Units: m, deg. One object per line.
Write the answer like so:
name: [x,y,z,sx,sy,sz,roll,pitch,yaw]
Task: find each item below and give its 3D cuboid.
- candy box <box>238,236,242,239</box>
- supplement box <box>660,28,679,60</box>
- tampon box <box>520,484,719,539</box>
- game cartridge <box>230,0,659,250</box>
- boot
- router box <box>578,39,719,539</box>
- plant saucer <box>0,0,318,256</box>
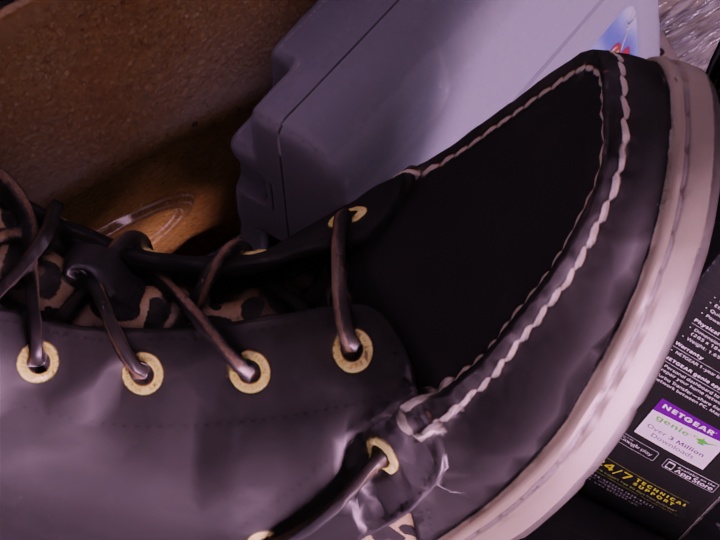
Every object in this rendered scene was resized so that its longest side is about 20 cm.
candy box: [0.000,0.000,0.771,0.200,0.055,0.115,-38,179,-44]
supplement box: [0.092,0.035,0.909,0.073,0.201,0.126,-16,164,-47]
tampon box: [0.041,0.151,0.820,0.201,0.149,0.126,-59,176,31]
game cartridge: [0.026,-0.009,0.641,0.133,0.041,0.201,-45,151,-27]
boot: [-0.039,0.007,0.511,0.150,0.074,0.200,23,139,-23]
router box: [0.128,-0.039,0.758,0.201,0.051,0.149,-64,-178,-32]
plant saucer: [-0.066,-0.020,0.623,0.199,0.036,0.200,-30,171,-5]
